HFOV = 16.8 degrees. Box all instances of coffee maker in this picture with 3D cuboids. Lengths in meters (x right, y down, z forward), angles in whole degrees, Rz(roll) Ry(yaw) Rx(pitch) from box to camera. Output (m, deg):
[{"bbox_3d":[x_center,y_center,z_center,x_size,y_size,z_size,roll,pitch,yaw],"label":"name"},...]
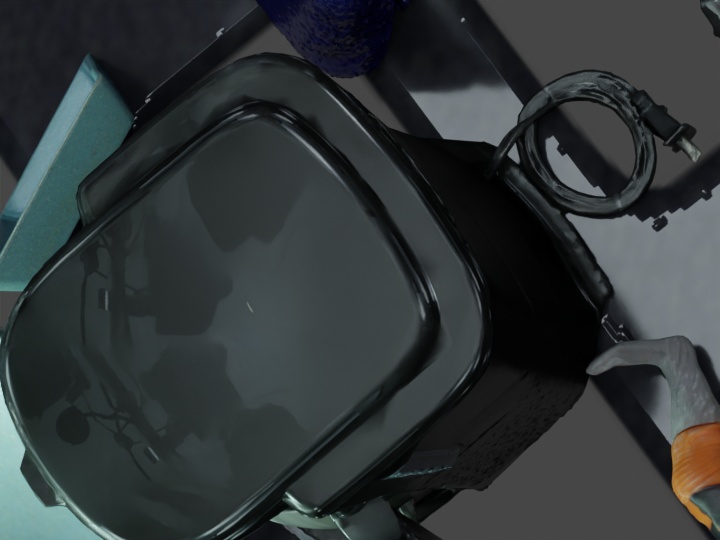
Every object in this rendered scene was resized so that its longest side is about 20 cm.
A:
[{"bbox_3d":[0.000,0.000,0.748,0.134,0.200,0.193,28,92,14],"label":"coffee maker"}]

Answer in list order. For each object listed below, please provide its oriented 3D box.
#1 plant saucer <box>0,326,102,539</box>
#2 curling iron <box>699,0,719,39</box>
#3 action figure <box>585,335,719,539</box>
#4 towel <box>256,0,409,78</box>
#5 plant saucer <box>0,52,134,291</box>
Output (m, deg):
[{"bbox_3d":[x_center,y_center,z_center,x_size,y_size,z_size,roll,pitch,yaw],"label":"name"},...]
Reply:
[{"bbox_3d":[-0.148,0.067,0.823,0.200,0.039,0.202,15,130,18],"label":"plant saucer"},{"bbox_3d":[0.168,-0.011,0.748,0.026,0.050,0.200,-46,107,-2],"label":"curling iron"},{"bbox_3d":[0.171,0.074,0.722,0.194,0.104,0.200,56,140,4],"label":"action figure"},{"bbox_3d":[-0.034,-0.152,0.775,0.049,0.200,0.148,-36,78,-9],"label":"towel"},{"bbox_3d":[-0.096,-0.033,0.785,0.019,0.200,0.070,28,92,-9],"label":"plant saucer"}]
